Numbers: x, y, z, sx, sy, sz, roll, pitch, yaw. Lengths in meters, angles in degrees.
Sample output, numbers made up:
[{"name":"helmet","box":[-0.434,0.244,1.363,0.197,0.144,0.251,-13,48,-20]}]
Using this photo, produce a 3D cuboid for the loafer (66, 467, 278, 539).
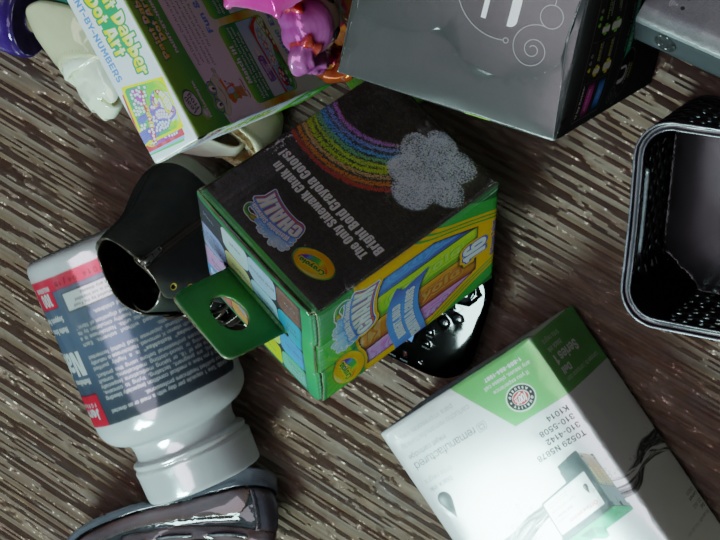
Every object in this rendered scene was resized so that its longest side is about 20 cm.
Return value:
[{"name":"loafer","box":[-0.148,0.210,1.517,0.200,0.072,0.063,-24,61,27]}]

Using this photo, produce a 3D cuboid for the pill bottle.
[{"name":"pill bottle","box":[-0.154,0.064,1.457,0.119,0.120,0.200,-21,95,29]}]

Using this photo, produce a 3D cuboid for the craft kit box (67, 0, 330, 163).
[{"name":"craft kit box","box":[-0.119,-0.187,1.322,0.048,0.197,0.200,-27,91,28]}]

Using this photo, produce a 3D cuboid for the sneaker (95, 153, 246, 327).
[{"name":"sneaker","box":[-0.098,0.022,1.388,0.200,0.106,0.075,44,137,-10]}]

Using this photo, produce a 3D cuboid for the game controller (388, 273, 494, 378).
[{"name":"game controller","box":[0.000,0.000,1.409,0.200,0.042,0.104,26,114,18]}]

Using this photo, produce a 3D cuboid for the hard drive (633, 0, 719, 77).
[{"name":"hard drive","box":[0.285,-0.155,1.182,0.200,0.140,0.033,27,157,17]}]

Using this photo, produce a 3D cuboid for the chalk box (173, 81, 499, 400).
[{"name":"chalk box","box":[-0.024,-0.010,1.287,0.125,0.200,0.124,47,161,24]}]

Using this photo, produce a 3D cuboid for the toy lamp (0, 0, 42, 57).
[{"name":"toy lamp","box":[-0.197,-0.180,1.443,0.200,0.058,0.058,7,108,23]}]

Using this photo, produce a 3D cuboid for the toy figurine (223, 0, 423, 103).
[{"name":"toy figurine","box":[-0.027,-0.185,1.286,0.150,0.184,0.200,-3,104,26]}]

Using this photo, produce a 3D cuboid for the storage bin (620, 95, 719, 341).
[{"name":"storage bin","box":[0.276,-0.026,1.240,0.200,0.094,0.135,11,109,22]}]

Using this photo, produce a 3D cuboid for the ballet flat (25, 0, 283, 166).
[{"name":"ballet flat","box":[-0.149,-0.126,1.386,0.200,0.069,0.070,23,116,-9]}]

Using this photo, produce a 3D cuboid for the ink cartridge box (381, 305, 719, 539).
[{"name":"ink cartridge box","box":[0.135,0.150,1.364,0.146,0.084,0.200,-36,87,30]}]

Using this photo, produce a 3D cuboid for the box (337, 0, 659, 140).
[{"name":"box","box":[0.100,-0.175,1.218,0.148,0.200,0.124,20,113,20]}]
